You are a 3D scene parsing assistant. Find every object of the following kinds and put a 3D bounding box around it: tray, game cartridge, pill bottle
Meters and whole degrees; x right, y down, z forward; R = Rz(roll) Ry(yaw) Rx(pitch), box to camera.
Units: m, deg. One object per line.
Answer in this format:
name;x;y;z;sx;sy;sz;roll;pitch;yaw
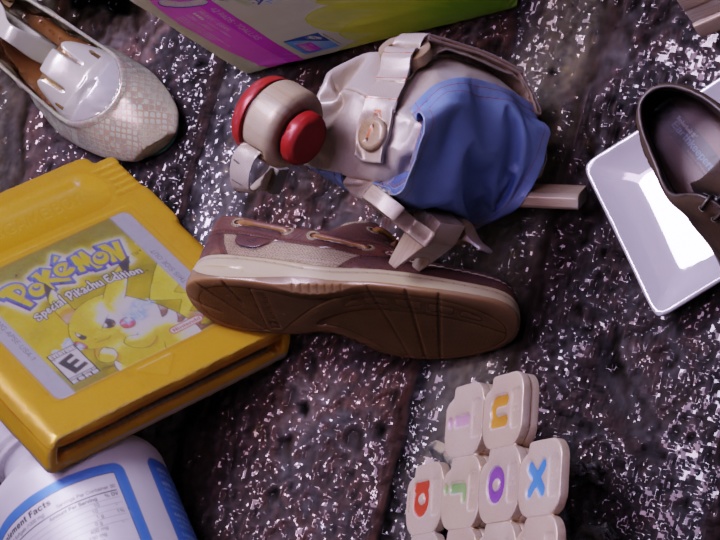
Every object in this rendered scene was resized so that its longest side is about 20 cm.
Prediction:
tray;0.229;-0.065;1.532;0.199;0.022;0.108;-32;60;17
game cartridge;-0.169;0.018;1.662;0.176;0.033;0.200;-26;53;-30
pill bottle;-0.152;0.166;1.621;0.112;0.112;0.201;-34;60;16

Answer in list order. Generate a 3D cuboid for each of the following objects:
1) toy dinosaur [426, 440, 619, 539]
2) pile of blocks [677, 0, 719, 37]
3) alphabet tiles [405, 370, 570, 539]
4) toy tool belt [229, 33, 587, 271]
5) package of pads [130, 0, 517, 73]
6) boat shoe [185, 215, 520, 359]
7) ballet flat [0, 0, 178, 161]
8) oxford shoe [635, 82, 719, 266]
toy dinosaur;0.102;0.152;1.523;0.088;0.047;0.201;-39;56;21
pile of blocks;0.253;-0.181;1.515;0.199;0.062;0.082;1;58;37
alphabet tiles;0.067;0.158;1.490;0.195;0.015;0.201;157;118;-65
toy tool belt;0.034;-0.064;1.542;0.123;0.199;0.125;32;110;33
package of pads;-0.026;-0.187;1.637;0.199;0.154;0.069;-12;68;25
boat shoe;0.000;0.000;1.609;0.199;0.072;0.072;5;55;19
ballet flat;-0.199;-0.131;1.772;0.200;0.062;0.068;33;92;33
oxford shoe;0.209;-0.024;1.470;0.073;0.084;0.200;-47;60;7
